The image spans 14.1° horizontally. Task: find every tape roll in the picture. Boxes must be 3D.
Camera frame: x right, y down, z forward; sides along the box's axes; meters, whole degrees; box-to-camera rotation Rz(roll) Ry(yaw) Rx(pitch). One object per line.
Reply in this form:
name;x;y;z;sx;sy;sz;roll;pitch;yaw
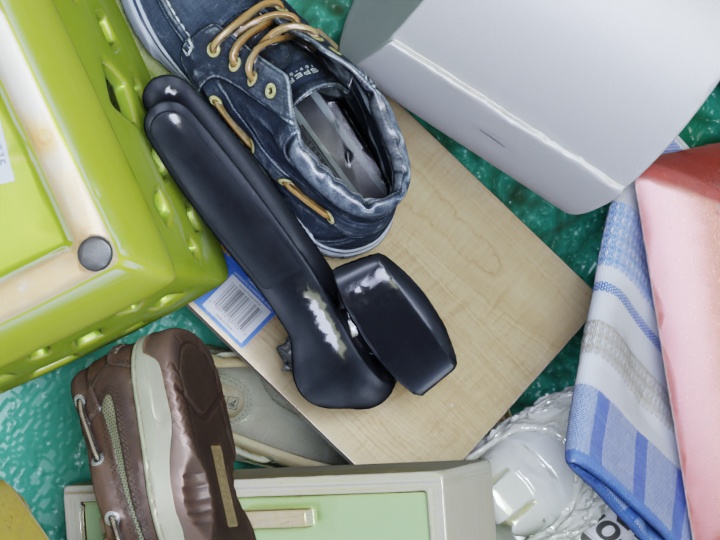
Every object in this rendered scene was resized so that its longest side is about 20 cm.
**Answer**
tape roll;0.100;-0.147;1.424;0.139;0.203;0.203;31;81;-14

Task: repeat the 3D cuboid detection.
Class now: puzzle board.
puzzle board;0.000;0.000;1.437;0.200;0.017;0.151;43;73;0

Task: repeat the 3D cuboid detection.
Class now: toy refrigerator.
toy refrigerator;-0.039;0.133;1.387;0.199;0.070;0.076;-3;90;24

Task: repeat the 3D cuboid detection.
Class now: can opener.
can opener;-0.038;-0.012;1.361;0.079;0.063;0.200;-38;110;5

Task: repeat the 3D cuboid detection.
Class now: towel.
towel;0.157;0.039;1.444;0.147;0.024;0.201;44;50;-42

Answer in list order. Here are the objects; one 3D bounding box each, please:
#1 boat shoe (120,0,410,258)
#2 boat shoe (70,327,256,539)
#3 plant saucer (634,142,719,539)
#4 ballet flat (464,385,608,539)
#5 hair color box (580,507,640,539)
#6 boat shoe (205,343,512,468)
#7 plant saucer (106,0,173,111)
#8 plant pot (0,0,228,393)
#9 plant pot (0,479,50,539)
boat shoe;-0.043;-0.102;1.395;0.071;0.091;0.201;-36;86;-17
boat shoe;-0.090;0.133;1.335;0.075;0.075;0.203;-16;73;21
plant saucer;0.215;0.032;1.476;0.199;0.037;0.201;-13;95;-55
ballet flat;0.053;0.128;1.433;0.200;0.072;0.072;-37;99;7
hair color box;0.112;0.172;1.492;0.099;0.061;0.200;40;79;-12
boat shoe;-0.014;0.073;1.456;0.200;0.063;0.074;13;85;-15
plant saucer;-0.124;-0.075;1.446;0.199;0.031;0.201;0;88;-16
plant pot;-0.189;-0.040;1.319;0.198;0.181;0.201;-25;93;2
plant pot;-0.219;0.201;1.335;0.200;0.194;0.196;-37;98;-24
